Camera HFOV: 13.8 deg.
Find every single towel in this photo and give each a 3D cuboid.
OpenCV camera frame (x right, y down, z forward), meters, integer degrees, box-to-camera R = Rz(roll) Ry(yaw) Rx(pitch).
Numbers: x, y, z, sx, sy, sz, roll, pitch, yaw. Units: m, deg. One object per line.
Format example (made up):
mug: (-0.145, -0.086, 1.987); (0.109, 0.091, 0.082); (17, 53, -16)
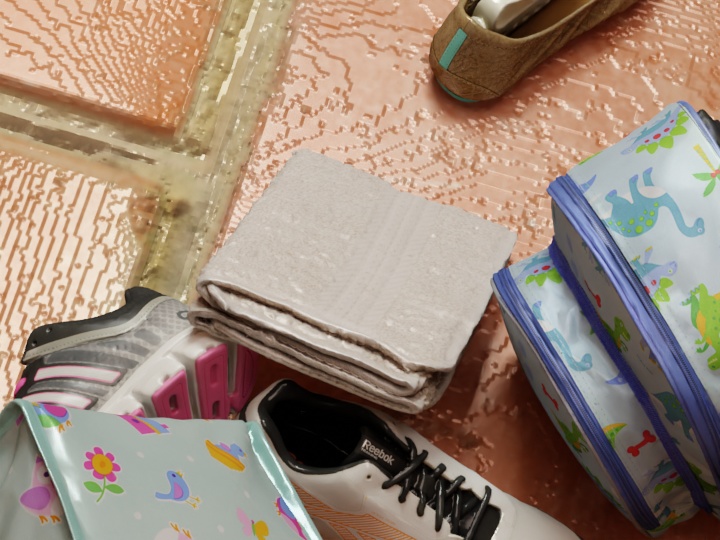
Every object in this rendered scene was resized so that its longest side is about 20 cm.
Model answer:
towel: (0.000, 0.000, 1.490); (0.132, 0.035, 0.200); (23, 27, 4)

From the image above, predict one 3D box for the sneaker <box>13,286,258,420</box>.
sneaker: (-0.147, 0.078, 1.449); (0.200, 0.074, 0.087); (-37, 48, -14)

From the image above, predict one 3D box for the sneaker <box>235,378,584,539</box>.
sneaker: (0.024, 0.116, 1.446); (0.199, 0.080, 0.074); (21, 56, 3)

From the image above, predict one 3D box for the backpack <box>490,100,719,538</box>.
backpack: (0.153, 0.030, 1.448); (0.146, 0.200, 0.184); (-30, 67, -3)

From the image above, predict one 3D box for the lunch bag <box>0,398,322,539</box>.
lunch bag: (-0.088, 0.169, 1.336); (0.170, 0.122, 0.201); (7, 47, -48)

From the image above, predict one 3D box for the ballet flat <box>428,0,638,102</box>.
ballet flat: (0.115, -0.169, 1.641); (0.200, 0.072, 0.068); (-37, 69, -27)
